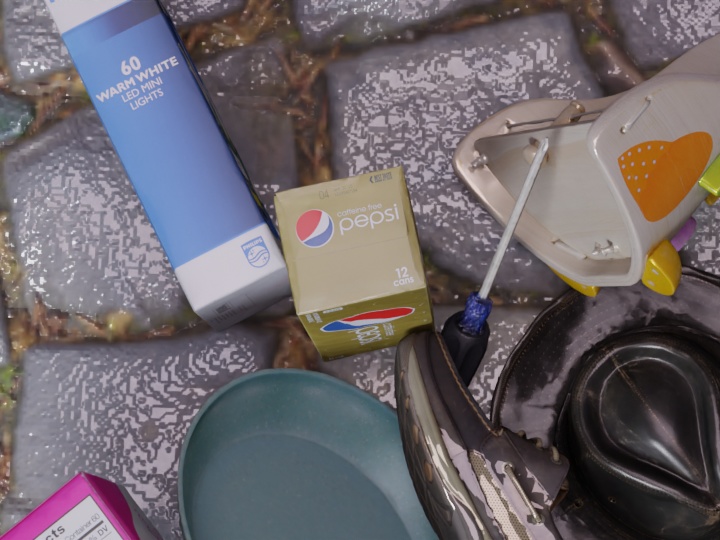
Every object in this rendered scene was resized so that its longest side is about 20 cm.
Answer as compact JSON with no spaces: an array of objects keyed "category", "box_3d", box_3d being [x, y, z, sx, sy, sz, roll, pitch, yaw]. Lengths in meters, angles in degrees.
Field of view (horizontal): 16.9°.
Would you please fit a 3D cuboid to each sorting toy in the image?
[{"category":"sorting toy","box_3d":[0.173,-0.080,1.298,0.180,0.200,0.107,-41,101,-14]}]

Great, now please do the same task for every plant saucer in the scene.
[{"category":"plant saucer","box_3d":[-0.020,0.147,1.287,0.200,0.200,0.036,54,130,8]}]

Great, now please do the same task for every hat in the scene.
[{"category":"hat","box_3d":[0.168,0.090,1.310,0.200,0.081,0.202,0,82,2]}]

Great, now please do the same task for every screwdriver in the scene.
[{"category":"screwdriver","box_3d":[0.067,0.004,1.284,0.028,0.200,0.029,39,52,19]}]

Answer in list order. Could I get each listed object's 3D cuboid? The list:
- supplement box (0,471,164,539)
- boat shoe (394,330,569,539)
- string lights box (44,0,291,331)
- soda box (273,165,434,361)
[{"category":"supplement box","box_3d":[-0.109,0.210,1.216,0.103,0.101,0.200,-37,78,0]},{"category":"boat shoe","box_3d":[0.075,0.123,1.290,0.073,0.075,0.201,-19,78,-11]},{"category":"string lights box","box_3d":[-0.104,-0.072,1.336,0.059,0.103,0.201,-26,82,0]},{"category":"soda box","box_3d":[0.000,0.000,1.271,0.067,0.200,0.064,-12,81,1]}]
